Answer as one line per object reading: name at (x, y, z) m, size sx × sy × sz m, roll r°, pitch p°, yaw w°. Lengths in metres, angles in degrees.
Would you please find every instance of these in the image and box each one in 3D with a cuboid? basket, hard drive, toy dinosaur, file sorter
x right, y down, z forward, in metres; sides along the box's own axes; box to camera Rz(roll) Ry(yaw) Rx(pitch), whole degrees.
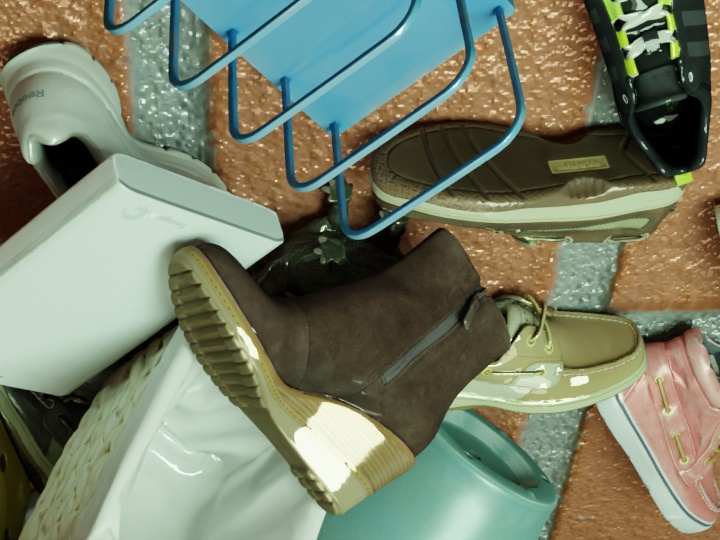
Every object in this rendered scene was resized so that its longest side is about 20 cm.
basket at (-0.110, 0.143, 0.881) m, size 0.135 × 0.201 × 0.123 m, roll 42°, pitch 134°, yaw -20°
hard drive at (-0.160, 0.010, 0.856) m, size 0.199 × 0.026 × 0.131 m, roll -33°, pitch 148°, yaw 28°
toy dinosaur at (0.000, 0.000, 0.953) m, size 0.198 × 0.077 × 0.102 m, roll 2°, pitch 150°, yaw -20°
file sorter at (-0.022, -0.133, 0.769) m, size 0.138 × 0.123 × 0.200 m, roll -33°, pitch 129°, yaw 23°

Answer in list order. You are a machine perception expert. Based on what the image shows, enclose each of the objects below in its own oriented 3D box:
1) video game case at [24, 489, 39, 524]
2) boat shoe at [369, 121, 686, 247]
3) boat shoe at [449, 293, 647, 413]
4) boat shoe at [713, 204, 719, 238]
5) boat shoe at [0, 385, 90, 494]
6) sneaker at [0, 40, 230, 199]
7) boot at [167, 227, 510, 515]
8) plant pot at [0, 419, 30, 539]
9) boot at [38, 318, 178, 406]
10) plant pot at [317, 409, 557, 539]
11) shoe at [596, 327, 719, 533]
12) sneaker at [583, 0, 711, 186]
video game case at (-0.139, 0.185, 1.142) m, size 0.200 × 0.023 × 0.182 m, roll -35°, pitch 128°, yaw 25°
boat shoe at (0.103, -0.042, 0.908) m, size 0.201 × 0.075 × 0.075 m, roll 1°, pitch 140°, yaw -8°
boat shoe at (0.103, 0.053, 1.001) m, size 0.198 × 0.074 × 0.067 m, roll -6°, pitch 133°, yaw -7°
boat shoe at (0.297, 0.027, 0.996) m, size 0.060 × 0.072 × 0.202 m, roll -18°, pitch 131°, yaw 18°
boat shoe at (-0.220, 0.109, 1.032) m, size 0.066 × 0.072 × 0.202 m, roll -37°, pitch 121°, yaw -21°
sneaker at (-0.142, -0.044, 0.870) m, size 0.074 × 0.087 × 0.200 m, roll -31°, pitch 131°, yaw 21°
boot at (-0.009, 0.025, 0.868) m, size 0.072 × 0.166 × 0.201 m, roll 5°, pitch 134°, yaw 56°
plant pot at (-0.333, 0.158, 0.954) m, size 0.198 × 0.196 × 0.195 m, roll -2°, pitch 136°, yaw 8°
boot at (-0.141, 0.093, 1.006) m, size 0.173 × 0.069 × 0.201 m, roll 15°, pitch 106°, yaw -20°
plant pot at (0.037, 0.196, 1.051) m, size 0.199 × 0.200 × 0.188 m, roll 29°, pitch 104°, yaw -30°
shoe at (0.250, 0.122, 1.085) m, size 0.091 × 0.072 × 0.200 m, roll -21°, pitch 129°, yaw 22°
sneaker at (0.169, -0.131, 0.818) m, size 0.071 × 0.083 × 0.201 m, roll -18°, pitch 134°, yaw 11°
